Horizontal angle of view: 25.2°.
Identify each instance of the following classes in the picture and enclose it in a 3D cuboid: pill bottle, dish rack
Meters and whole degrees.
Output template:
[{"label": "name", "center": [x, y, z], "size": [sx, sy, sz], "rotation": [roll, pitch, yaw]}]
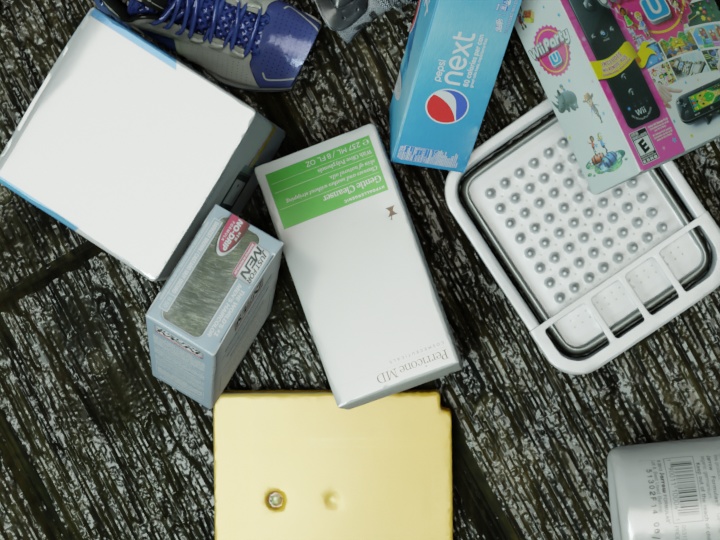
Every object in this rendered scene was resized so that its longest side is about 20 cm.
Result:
[{"label": "pill bottle", "center": [0.298, 0.186, 1.263], "size": [0.198, 0.114, 0.116], "rotation": [-6, 91, 4]}, {"label": "dish rack", "center": [0.181, -0.037, 1.301], "size": [0.171, 0.044, 0.201], "rotation": [-34, 89, 5]}]

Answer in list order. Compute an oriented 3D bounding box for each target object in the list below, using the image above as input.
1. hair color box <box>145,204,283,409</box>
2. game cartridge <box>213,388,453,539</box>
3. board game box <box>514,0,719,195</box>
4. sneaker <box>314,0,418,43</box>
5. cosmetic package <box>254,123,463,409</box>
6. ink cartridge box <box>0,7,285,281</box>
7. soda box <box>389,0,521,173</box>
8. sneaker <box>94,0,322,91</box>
[{"label": "hair color box", "center": [-0.113, 0.033, 1.235], "size": [0.060, 0.200, 0.100], "rotation": [30, 73, 3]}, {"label": "game cartridge", "center": [-0.022, 0.187, 1.331], "size": [0.198, 0.032, 0.178], "rotation": [0, 92, 2]}, {"label": "board game box", "center": [0.206, -0.180, 1.247], "size": [0.147, 0.064, 0.201], "rotation": [-24, 87, -30]}, {"label": "sneaker", "center": [0.033, -0.223, 1.293], "size": [0.199, 0.075, 0.114], "rotation": [31, 94, 8]}, {"label": "cosmetic package", "center": [0.000, 0.000, 1.283], "size": [0.107, 0.085, 0.202], "rotation": [-21, 81, 2]}, {"label": "ink cartridge box", "center": [-0.163, -0.091, 1.246], "size": [0.146, 0.200, 0.147], "rotation": [32, 92, 2]}, {"label": "soda box", "center": [0.072, -0.173, 1.224], "size": [0.063, 0.068, 0.201], "rotation": [9, 134, -9]}, {"label": "sneaker", "center": [-0.136, -0.204, 1.283], "size": [0.198, 0.115, 0.081], "rotation": [23, 94, 3]}]
